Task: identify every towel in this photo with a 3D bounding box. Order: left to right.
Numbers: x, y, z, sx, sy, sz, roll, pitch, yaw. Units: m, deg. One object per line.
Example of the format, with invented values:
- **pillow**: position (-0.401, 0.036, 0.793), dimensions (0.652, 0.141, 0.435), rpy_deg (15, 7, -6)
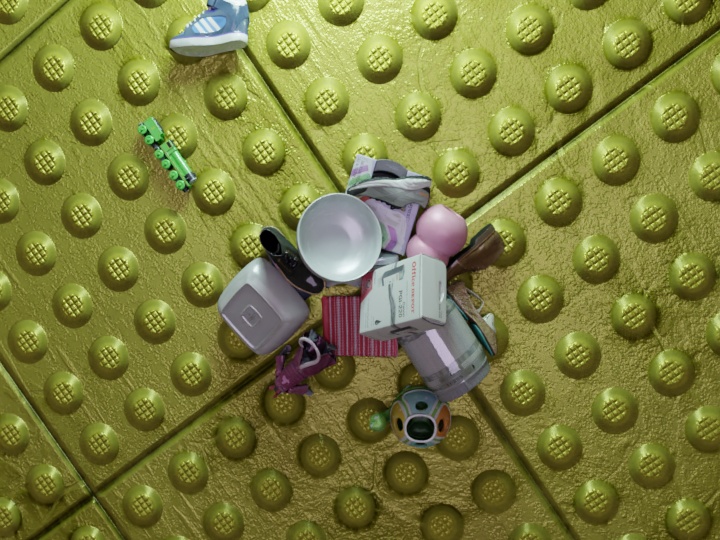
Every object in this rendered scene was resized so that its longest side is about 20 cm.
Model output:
- **towel**: position (-0.003, 0.134, 1.634), dimensions (0.195, 0.022, 0.149), rpy_deg (0, 96, 19)

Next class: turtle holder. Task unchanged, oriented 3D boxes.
- **turtle holder**: position (0.126, 0.346, 1.609), dimensions (0.182, 0.132, 0.143), rpy_deg (26, 99, 2)

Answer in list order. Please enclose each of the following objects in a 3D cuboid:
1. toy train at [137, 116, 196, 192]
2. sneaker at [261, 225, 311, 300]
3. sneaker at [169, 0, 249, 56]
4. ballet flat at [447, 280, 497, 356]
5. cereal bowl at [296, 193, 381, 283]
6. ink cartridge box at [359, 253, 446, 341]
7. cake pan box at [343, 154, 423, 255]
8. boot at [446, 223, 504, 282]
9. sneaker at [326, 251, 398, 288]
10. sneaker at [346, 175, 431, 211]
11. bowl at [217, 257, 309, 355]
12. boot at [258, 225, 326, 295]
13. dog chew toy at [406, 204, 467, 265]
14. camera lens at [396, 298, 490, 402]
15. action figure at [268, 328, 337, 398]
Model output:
- **toy train**: position (-0.469, -0.283, 1.650), dimensions (0.056, 0.042, 0.202), rpy_deg (-35, 92, -2)
- **sneaker**: position (-0.168, -0.024, 1.632), dimensions (0.081, 0.070, 0.203), rpy_deg (-23, 101, 12)
- **sneaker**: position (-0.356, -0.594, 1.591), dimensions (0.195, 0.081, 0.151), rpy_deg (-4, 88, 10)
- **ballet flat**: position (0.278, 0.108, 1.604), dimensions (0.065, 0.070, 0.201), rpy_deg (-38, 95, -6)
- **cereal bowl**: position (-0.054, -0.070, 1.545), dimensions (0.195, 0.083, 0.206), rpy_deg (2, 84, -15)
- **ink cartridge box**: position (0.092, 0.063, 1.492), dimensions (0.198, 0.084, 0.149), rpy_deg (-18, 62, 44)
- **cake pan box**: position (0.050, -0.159, 1.605), dimensions (0.180, 0.052, 0.204), rpy_deg (19, 98, 1)
- **boot**: position (0.255, -0.015, 1.592), dimensions (0.199, 0.074, 0.076), rpy_deg (-41, 98, 5)
- **sneaker**: position (0.000, 0.000, 1.623), dimensions (0.195, 0.073, 0.073), rpy_deg (-8, 105, 16)
- **sneaker**: position (0.065, -0.174, 1.542), dimensions (0.195, 0.074, 0.082), rpy_deg (0, 102, 6)
- **bowl**: position (-0.246, 0.098, 1.621), dimensions (0.200, 0.075, 0.200), rpy_deg (47, 120, 0)
- **boot**: position (-0.159, -0.016, 1.531), dimensions (0.199, 0.138, 0.078), rpy_deg (42, 90, -6)
- **dog chew toy**: position (0.163, -0.049, 1.570), dimensions (0.123, 0.125, 0.203), rpy_deg (31, 103, 2)
- **camera lens**: position (0.190, 0.179, 1.571), dimensions (0.158, 0.160, 0.202), rpy_deg (-34, 92, 8)
- **action figure**: position (-0.145, 0.244, 1.618), dimensions (0.200, 0.149, 0.134), rpy_deg (-44, 92, 10)
